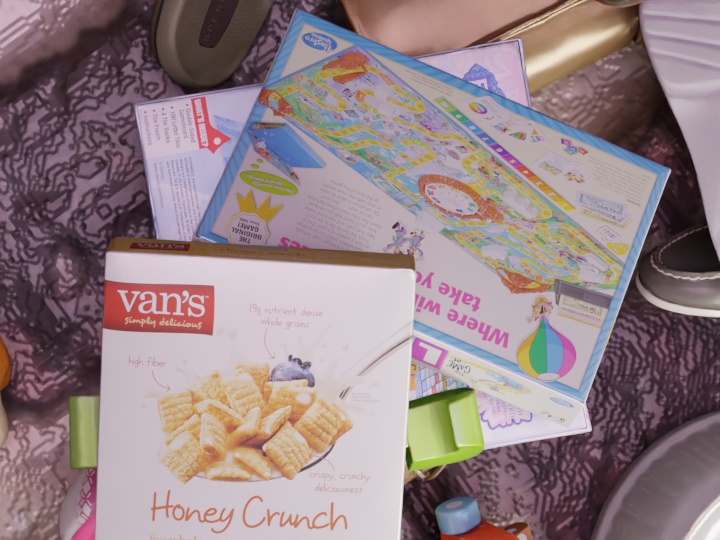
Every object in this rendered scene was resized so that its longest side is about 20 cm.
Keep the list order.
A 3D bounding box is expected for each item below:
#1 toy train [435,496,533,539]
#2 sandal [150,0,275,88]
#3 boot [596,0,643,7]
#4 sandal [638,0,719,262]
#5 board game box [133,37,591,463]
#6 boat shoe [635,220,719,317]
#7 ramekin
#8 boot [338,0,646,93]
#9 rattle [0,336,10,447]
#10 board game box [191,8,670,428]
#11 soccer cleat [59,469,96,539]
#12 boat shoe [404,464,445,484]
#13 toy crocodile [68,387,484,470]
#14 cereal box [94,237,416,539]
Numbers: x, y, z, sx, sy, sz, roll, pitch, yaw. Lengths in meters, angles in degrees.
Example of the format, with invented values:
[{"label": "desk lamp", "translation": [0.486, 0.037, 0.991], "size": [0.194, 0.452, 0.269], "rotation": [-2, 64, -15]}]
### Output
[{"label": "toy train", "translation": [0.105, 0.211, 1.388], "size": [0.055, 0.150, 0.201], "rotation": [-22, 101, -22]}, {"label": "sandal", "translation": [-0.043, -0.180, 1.367], "size": [0.079, 0.057, 0.202], "rotation": [6, 112, -38]}, {"label": "boot", "translation": [0.100, -0.233, 1.353], "size": [0.074, 0.097, 0.201], "rotation": [-21, 68, 2]}, {"label": "sandal", "translation": [0.204, -0.062, 1.364], "size": [0.079, 0.059, 0.208], "rotation": [-22, 81, 15]}, {"label": "board game box", "translation": [0.000, 0.000, 1.347], "size": [0.198, 0.041, 0.202], "rotation": [-9, 86, -4]}, {"label": "boat shoe", "translation": [0.241, -0.017, 1.416], "size": [0.198, 0.067, 0.057], "rotation": [-3, 124, -12]}, {"label": "ramekin", "translation": [0.222, 0.172, 1.405], "size": [0.199, 0.105, 0.202], "rotation": [0, 92, -6]}, {"label": "boot", "translation": [0.108, -0.108, 1.412], "size": [0.199, 0.066, 0.176], "rotation": [-23, 88, -3]}, {"label": "rattle", "translation": [-0.273, 0.077, 1.339], "size": [0.199, 0.143, 0.131], "rotation": [-12, 111, -11]}, {"label": "board game box", "translation": [0.034, -0.026, 1.293], "size": [0.199, 0.034, 0.135], "rotation": [24, 65, 0]}, {"label": "soccer cleat", "translation": [-0.093, 0.056, 1.396], "size": [0.200, 0.070, 0.086], "rotation": [-44, 79, -5]}, {"label": "boat shoe", "translation": [0.024, 0.078, 1.399], "size": [0.064, 0.071, 0.201], "rotation": [25, 87, -4]}, {"label": "toy crocodile", "translation": [-0.040, 0.077, 1.288], "size": [0.198, 0.062, 0.068], "rotation": [3, 86, -3]}, {"label": "cereal box", "translation": [-0.050, 0.088, 1.242], "size": [0.143, 0.040, 0.202], "rotation": [3, 102, 0]}]
